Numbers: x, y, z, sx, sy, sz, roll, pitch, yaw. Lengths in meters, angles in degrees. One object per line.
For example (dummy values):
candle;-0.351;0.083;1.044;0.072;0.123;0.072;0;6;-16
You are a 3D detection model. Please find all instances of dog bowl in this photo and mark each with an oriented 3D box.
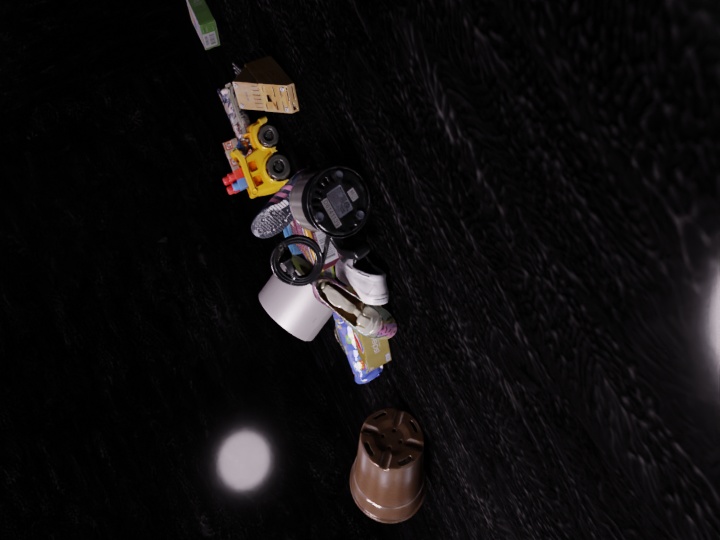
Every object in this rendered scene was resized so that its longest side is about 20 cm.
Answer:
dog bowl;-0.221;-0.134;1.706;0.113;0.048;0.204;57;162;37

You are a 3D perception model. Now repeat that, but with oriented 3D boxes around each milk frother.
milk frother;-0.091;-0.084;0.964;0.187;0.193;0.187;-160;54;-71

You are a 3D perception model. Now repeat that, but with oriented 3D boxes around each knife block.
knife block;-0.204;-0.437;1.184;0.193;0.179;0.065;9;141;17

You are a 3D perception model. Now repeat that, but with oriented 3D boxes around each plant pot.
plant pot;0.070;0.446;1.234;0.202;0.194;0.203;54;154;40

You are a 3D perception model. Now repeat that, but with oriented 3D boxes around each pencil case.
pencil case;-0.003;0.176;1.294;0.078;0.084;0.207;-42;-64;-61
pencil case;-0.413;-0.524;1.779;0.089;0.075;0.207;-60;-50;-83

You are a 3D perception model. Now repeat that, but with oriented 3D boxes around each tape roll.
tape roll;-0.166;0.073;1.454;0.201;0.140;0.203;40;-172;-7

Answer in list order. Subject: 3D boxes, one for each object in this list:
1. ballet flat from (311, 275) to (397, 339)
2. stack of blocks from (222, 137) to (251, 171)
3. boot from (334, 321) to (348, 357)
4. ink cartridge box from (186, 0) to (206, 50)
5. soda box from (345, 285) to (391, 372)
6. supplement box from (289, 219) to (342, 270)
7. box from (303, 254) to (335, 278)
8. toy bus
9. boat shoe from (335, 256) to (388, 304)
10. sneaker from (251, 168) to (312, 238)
ballet flat;-0.016;0.077;1.038;0.196;0.070;0.071;33;-177;3
stack of blocks;-0.414;-0.386;1.924;0.058;0.112;0.206;29;140;67
boot;-0.040;0.152;1.412;0.154;0.071;0.210;-136;27;-64
ink cartridge box;-0.546;-0.870;1.790;0.205;0.058;0.105;63;166;18
soda box;0.016;0.121;1.165;0.068;0.062;0.205;48;156;50
supplement box;-0.108;-0.093;1.259;0.200;0.083;0.114;42;153;59
box;-0.137;-0.069;1.485;0.201;0.046;0.125;50;158;49
toy bus;-0.304;-0.303;1.479;0.135;0.186;0.207;-169;58;-75
boat shoe;0.000;0.000;1.044;0.200;0.069;0.071;-129;38;-63
sneaker;-0.175;-0.157;1.228;0.071;0.198;0.083;48;-173;-27
